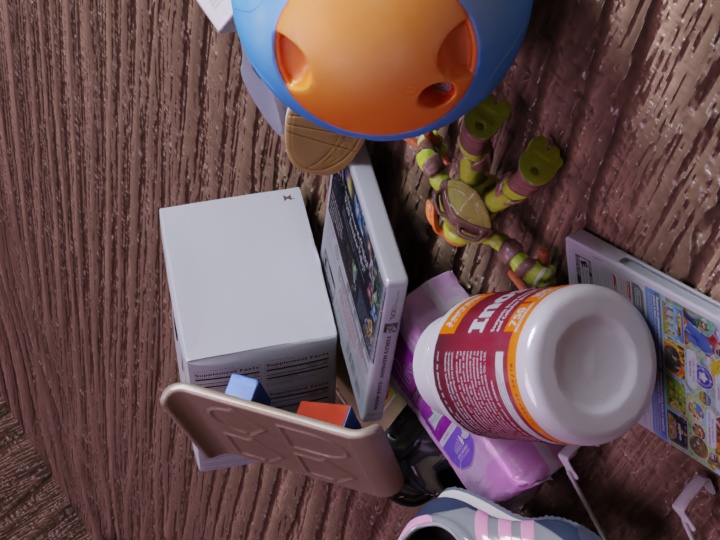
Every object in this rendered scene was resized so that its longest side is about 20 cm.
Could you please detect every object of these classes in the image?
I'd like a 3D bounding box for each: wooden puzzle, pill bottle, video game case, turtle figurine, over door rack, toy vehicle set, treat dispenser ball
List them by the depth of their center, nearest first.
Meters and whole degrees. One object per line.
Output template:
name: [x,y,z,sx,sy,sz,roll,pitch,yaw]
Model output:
treat dispenser ball: [0.014,-0.186,0.943,0.201,0.200,0.202,44,151,33]
video game case: [0.224,0.068,1.024,0.200,0.018,0.144,34,144,46]
pill bottle: [0.120,0.071,1.072,0.200,0.113,0.113,-9,108,64]
turtle figurine: [0.084,-0.064,1.101,0.200,0.064,0.161,54,155,16]
over door rack: [0.226,0.240,1.144,0.147,0.066,0.201,19,132,56]
video game case: [0.000,0.000,1.273,0.182,0.023,0.201,99,162,-46]
wooden puzzle: [-0.064,0.146,1.312,0.199,0.047,0.185,9,158,14]
toy vehicle set: [0.017,0.100,1.454,0.125,0.026,0.200,56,155,12]

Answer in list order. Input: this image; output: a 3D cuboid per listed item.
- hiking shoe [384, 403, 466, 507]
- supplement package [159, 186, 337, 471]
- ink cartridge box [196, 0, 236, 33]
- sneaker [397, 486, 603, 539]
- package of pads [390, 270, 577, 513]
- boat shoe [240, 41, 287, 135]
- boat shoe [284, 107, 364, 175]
hiking shoe: [0.072,0.198,1.388,0.101,0.076,0.200,37,161,19]
supplement package: [-0.112,0.060,1.442,0.201,0.146,0.192,92,166,-52]
ink cartridge box: [-0.098,-0.308,1.114,0.147,0.083,0.201,-42,75,34]
sneaker: [0.117,0.237,1.169,0.199,0.082,0.071,7,116,45]
package of pads: [0.096,0.111,1.249,0.200,0.075,0.121,55,156,15]
boat shoe: [-0.064,-0.186,1.266,0.074,0.065,0.200,56,167,14]
boat shoe: [-0.019,-0.169,1.196,0.070,0.070,0.201,-87,10,-46]
